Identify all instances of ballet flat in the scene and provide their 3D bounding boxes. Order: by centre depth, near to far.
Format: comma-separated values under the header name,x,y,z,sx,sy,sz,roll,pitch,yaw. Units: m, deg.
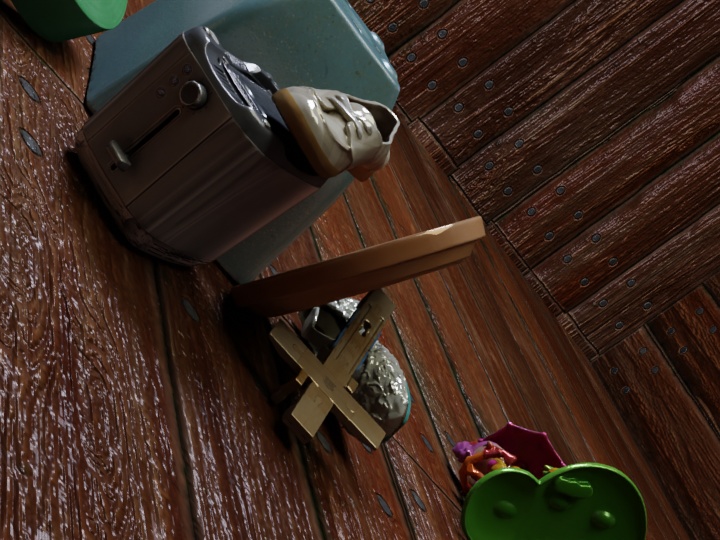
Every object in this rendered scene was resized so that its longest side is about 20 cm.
name,x,y,z,sx,sy,sz,roll,pitch,yaw
ballet flat,-0.016,0.074,1.284,0.072,0.072,0.200,50,4,-25

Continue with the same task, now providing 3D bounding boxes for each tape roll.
name,x,y,z,sx,sy,sz,roll,pitch,yaw
tape roll,-0.235,-0.277,1.207,0.200,0.048,0.203,-12,90,-80

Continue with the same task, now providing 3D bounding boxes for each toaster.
name,x,y,z,sx,sy,sz,roll,pitch,yaw
toaster,-0.109,-0.080,1.118,0.114,0.129,0.200,57,10,15

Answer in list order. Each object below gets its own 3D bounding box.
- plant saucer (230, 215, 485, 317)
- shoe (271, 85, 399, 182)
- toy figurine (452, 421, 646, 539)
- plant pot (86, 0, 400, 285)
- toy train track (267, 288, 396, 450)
name,x,y,z,sx,sy,sz,roll,pitch,yaw
plant saucer,0.000,0.000,1.207,0.200,0.198,0.033,-18,93,-81
shoe,-0.013,-0.104,1.118,0.070,0.053,0.200,55,9,7
toy figurine,0.148,0.211,1.526,0.199,0.151,0.184,22,9,-25
plant pot,-0.081,-0.148,1.292,0.197,0.199,0.196,51,9,-23
toy train track,-0.020,0.071,1.186,0.115,0.032,0.200,48,32,-7
